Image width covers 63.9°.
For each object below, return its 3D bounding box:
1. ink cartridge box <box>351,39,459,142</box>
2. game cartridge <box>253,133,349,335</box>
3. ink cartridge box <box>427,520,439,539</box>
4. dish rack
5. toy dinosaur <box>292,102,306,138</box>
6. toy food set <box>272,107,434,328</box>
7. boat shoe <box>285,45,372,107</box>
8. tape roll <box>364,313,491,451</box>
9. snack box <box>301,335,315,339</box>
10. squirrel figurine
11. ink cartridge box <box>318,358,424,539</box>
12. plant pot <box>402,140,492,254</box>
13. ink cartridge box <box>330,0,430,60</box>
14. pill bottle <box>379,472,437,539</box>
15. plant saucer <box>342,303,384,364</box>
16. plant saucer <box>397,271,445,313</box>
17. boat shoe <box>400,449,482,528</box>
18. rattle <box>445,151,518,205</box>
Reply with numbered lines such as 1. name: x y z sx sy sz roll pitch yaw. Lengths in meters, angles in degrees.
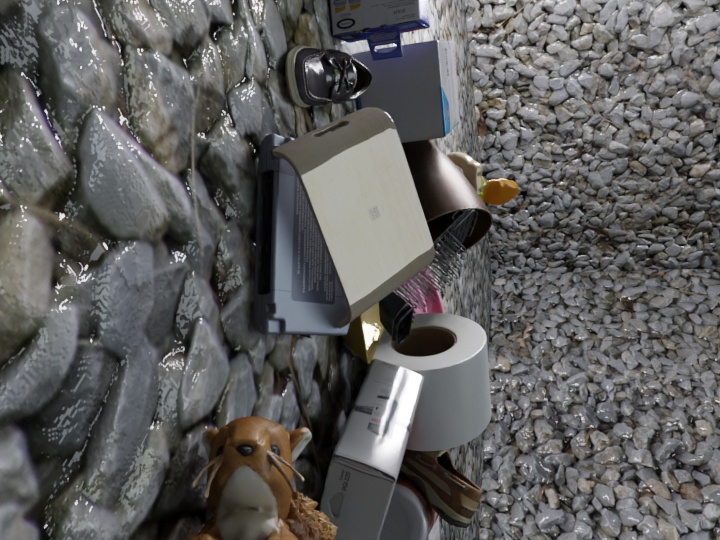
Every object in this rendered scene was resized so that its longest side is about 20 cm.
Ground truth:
1. ink cartridge box: 0.087 -0.312 1.002 0.200 0.143 0.149 -51 136 -64
2. game cartridge: -0.054 -0.032 0.627 0.132 0.041 0.204 11 77 -53
3. ink cartridge box: 0.116 0.496 1.151 0.116 0.066 0.204 12 76 -72
4. dish rack: 0.102 0.006 0.813 0.200 0.054 0.154 -44 166 -11
5. toy dinosaur: -0.041 -0.139 0.741 0.200 0.047 0.090 8 66 -72
6. toy food set: -0.004 -0.060 0.630 0.143 0.060 0.203 -32 109 -35
7. boat shoe: -0.035 -0.247 0.733 0.200 0.064 0.073 -42 129 -67
8. tape roll: 0.109 0.174 0.938 0.203 0.199 0.142 -51 136 -64
9. snack box: -0.008 0.004 0.727 0.199 0.024 0.073 -35 125 -39
10. squirrel figurine: -0.088 0.221 0.464 0.201 0.139 0.190 83 1 -66
11. ink cartridge box: 0.016 0.239 0.762 0.200 0.083 0.148 -56 160 -59
12. plant pot: 0.122 -0.143 1.079 0.187 0.184 0.203 49 20 -64
13. ink cartridge box: 0.025 -0.412 0.824 0.076 0.134 0.204 -30 117 -66
14. pill bottle: 0.074 0.386 0.951 0.200 0.110 0.115 15 74 -72
15. plant saucer: 0.000 0.000 0.854 0.201 0.048 0.203 -61 146 -59
16. plant saucer: 0.110 0.078 1.131 0.200 0.050 0.203 42 39 -45
17. boat shoe: 0.113 0.305 0.904 0.075 0.199 0.074 27 99 -49
18. rattle: 0.201 -0.190 1.194 0.142 0.199 0.132 -29 115 -26
